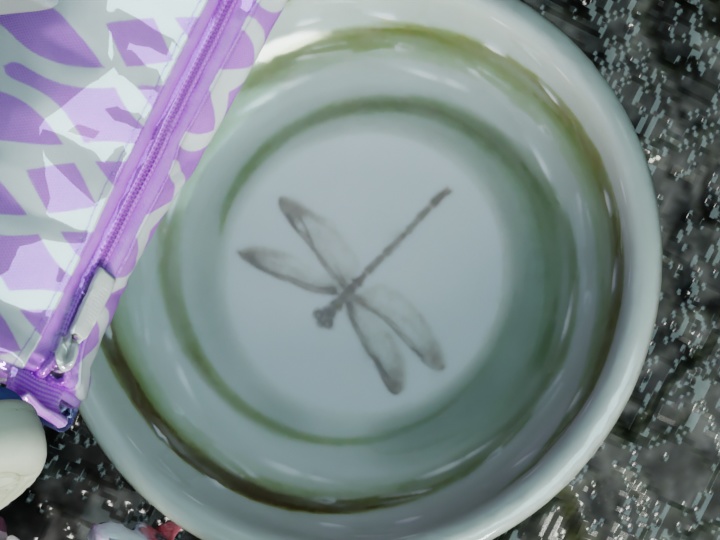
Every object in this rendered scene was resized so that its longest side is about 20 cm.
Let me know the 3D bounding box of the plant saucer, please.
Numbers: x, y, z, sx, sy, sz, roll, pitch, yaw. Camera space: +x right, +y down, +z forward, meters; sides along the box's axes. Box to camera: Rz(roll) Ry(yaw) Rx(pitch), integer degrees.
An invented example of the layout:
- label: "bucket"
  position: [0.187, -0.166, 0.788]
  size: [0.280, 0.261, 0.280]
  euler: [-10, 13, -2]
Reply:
- label: "plant saucer"
  position: [0.000, 0.000, 0.840]
  size: [0.200, 0.050, 0.200]
  euler: [-2, 81, 11]

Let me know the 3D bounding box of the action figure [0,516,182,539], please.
- label: "action figure"
  position: [-0.130, 0.141, 0.818]
  size: [0.200, 0.134, 0.149]
  euler: [-22, 107, -5]

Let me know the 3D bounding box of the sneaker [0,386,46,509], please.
- label: "sneaker"
  position: [-0.183, 0.038, 0.764]
  size: [0.077, 0.200, 0.111]
  euler: [0, 71, -53]

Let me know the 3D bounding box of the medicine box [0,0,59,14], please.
- label: "medicine box"
  position: [-0.166, -0.165, 0.654]
  size: [0.103, 0.182, 0.200]
  euler: [37, 54, -58]

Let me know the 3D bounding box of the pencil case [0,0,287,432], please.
- label: "pencil case"
  position: [-0.080, -0.053, 0.795]
  size: [0.084, 0.085, 0.200]
  euler: [27, 87, -39]
